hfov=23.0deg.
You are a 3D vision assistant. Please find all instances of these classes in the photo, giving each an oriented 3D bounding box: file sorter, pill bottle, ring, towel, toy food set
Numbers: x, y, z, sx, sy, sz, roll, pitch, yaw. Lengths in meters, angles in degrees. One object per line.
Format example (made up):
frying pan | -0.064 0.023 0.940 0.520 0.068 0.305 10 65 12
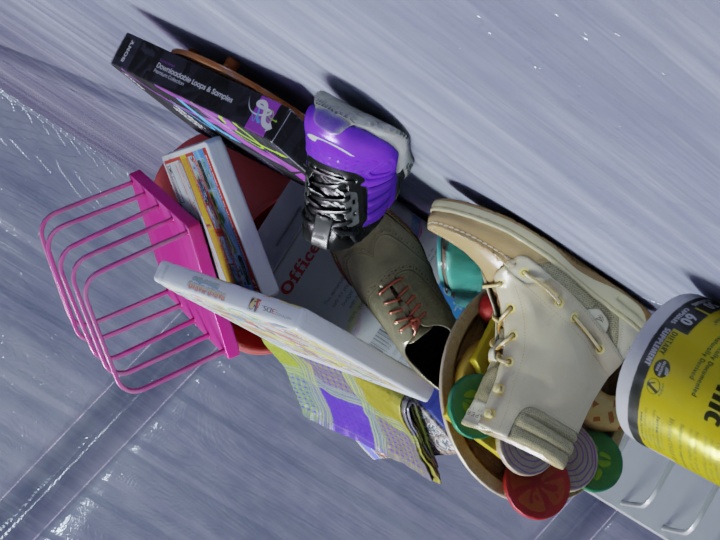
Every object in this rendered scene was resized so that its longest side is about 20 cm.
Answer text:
file sorter | 0.321 0.185 1.627 0.199 0.140 0.125 31 172 -1
pill bottle | 0.276 0.101 1.164 0.199 0.112 0.111 27 174 37
ring | -0.074 -0.137 1.501 0.199 0.019 0.200 30 175 3
towel | -0.007 0.137 1.786 0.199 0.023 0.144 25 152 34
toy food set | 0.154 0.103 1.482 0.199 0.199 0.049 36 160 -21
file sorter | -0.221 0.012 1.704 0.200 0.124 0.140 37 146 61

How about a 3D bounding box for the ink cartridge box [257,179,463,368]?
ink cartridge box | 0.000 0.000 1.670 0.199 0.145 0.085 34 180 -29

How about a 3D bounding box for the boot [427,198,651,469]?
boot | 0.113 0.049 1.395 0.199 0.156 0.073 31 175 -10

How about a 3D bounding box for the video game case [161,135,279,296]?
video game case | -0.128 -0.044 1.585 0.144 0.017 0.200 70 164 -6

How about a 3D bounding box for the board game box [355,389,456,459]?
board game box | 0.074 0.104 1.833 0.097 0.160 0.200 47 157 -14

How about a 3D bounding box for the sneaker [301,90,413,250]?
sneaker | -0.011 -0.064 1.338 0.069 0.100 0.200 27 175 15

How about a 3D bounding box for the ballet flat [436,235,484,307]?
ballet flat | 0.106 -0.006 1.528 0.070 0.068 0.200 6 172 7

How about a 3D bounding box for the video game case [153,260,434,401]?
video game case | -0.056 0.054 1.538 0.181 0.023 0.200 17 170 41

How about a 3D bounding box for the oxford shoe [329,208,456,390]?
oxford shoe | 0.038 0.020 1.474 0.200 0.070 0.075 52 -175 -26

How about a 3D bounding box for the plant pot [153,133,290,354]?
plant pot | -0.118 -0.044 1.833 0.177 0.201 0.200 41 -177 39

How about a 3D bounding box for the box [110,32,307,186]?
box | -0.101 -0.124 1.476 0.199 0.036 0.143 30 175 36
